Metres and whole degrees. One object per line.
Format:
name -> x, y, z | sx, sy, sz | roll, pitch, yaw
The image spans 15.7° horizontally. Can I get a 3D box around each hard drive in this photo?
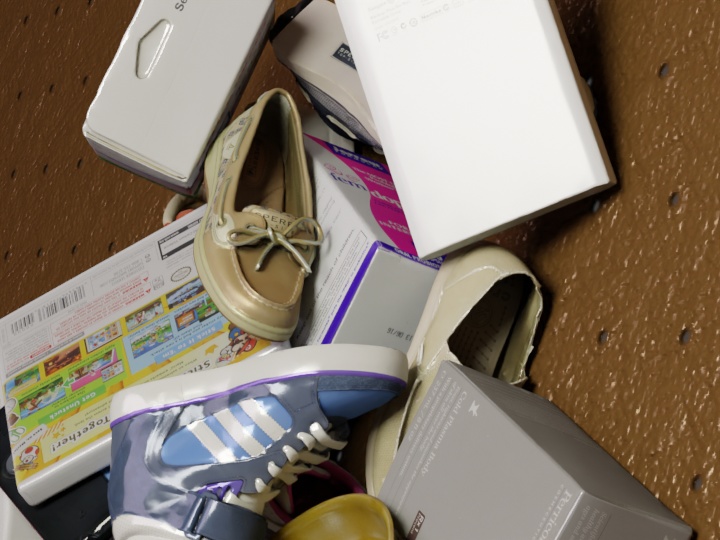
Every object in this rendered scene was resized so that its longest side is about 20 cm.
hard drive -> 0.066, -0.124, 1.616 | 0.131, 0.026, 0.201 | -22, 80, 19

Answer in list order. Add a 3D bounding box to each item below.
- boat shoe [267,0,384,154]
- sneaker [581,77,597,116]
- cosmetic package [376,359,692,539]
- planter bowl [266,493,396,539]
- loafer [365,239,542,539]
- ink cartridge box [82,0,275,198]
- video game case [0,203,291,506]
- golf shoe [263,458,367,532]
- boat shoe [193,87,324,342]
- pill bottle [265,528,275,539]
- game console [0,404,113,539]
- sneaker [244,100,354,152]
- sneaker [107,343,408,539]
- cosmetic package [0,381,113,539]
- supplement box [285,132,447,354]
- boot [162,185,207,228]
boat shoe -> 0.025, -0.112, 1.805 | 0.075, 0.093, 0.200 | -44, 54, -7
sneaker -> 0.066, -0.124, 1.668 | 0.200, 0.085, 0.077 | 33, 97, 43
cosmetic package -> 0.095, 0.142, 1.489 | 0.107, 0.090, 0.200 | -64, 25, 7
planter bowl -> -0.026, 0.237, 1.539 | 0.200, 0.083, 0.201 | -40, 22, 20
loafer -> 0.060, 0.076, 1.604 | 0.068, 0.075, 0.201 | -4, 69, 67
ink cartridge box -> -0.126, -0.136, 1.831 | 0.200, 0.087, 0.146 | 112, -177, -87
video game case -> -0.148, 0.048, 1.732 | 0.199, 0.023, 0.182 | -28, 37, 7
golf shoe -> -0.053, 0.132, 1.676 | 0.199, 0.092, 0.075 | 28, 69, 27
boat shoe -> -0.065, -0.038, 1.688 | 0.063, 0.073, 0.201 | -53, 31, 34
pill bottle -> -0.088, 0.231, 1.745 | 0.109, 0.109, 0.201 | -34, 45, 50
game console -> -0.152, 0.090, 1.725 | 0.200, 0.031, 0.177 | -41, 32, -8
sneaker -> -0.066, -0.027, 1.876 | 0.075, 0.099, 0.202 | -17, 60, 55
sneaker -> -0.058, 0.132, 1.589 | 0.199, 0.081, 0.148 | -11, 74, 13
cosmetic package -> -0.205, 0.188, 1.888 | 0.165, 0.199, 0.166 | -43, 38, 42
supplement box -> 0.000, 0.000, 1.734 | 0.104, 0.101, 0.200 | -63, 29, 14
boot -> -0.130, 0.016, 1.904 | 0.200, 0.074, 0.108 | -82, -7, -61
